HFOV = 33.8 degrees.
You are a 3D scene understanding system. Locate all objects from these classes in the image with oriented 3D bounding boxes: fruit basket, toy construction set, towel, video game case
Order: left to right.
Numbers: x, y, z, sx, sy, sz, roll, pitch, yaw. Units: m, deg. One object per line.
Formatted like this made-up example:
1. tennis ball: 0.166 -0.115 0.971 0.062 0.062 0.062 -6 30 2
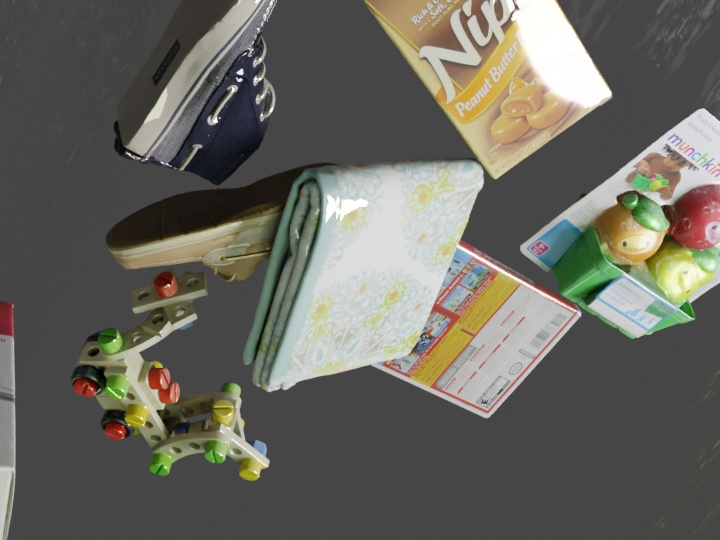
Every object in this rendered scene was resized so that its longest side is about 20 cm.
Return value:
1. toy construction set: -0.158 0.094 0.982 0.130 0.092 0.201 -2 123 17
2. towel: 0.000 0.000 0.944 0.171 0.048 0.201 -11 133 -42
3. video game case: 0.088 0.049 1.078 0.199 0.017 0.143 27 113 -31
4. fruit basket: 0.268 -0.029 1.016 0.185 0.094 0.200 30 131 -32

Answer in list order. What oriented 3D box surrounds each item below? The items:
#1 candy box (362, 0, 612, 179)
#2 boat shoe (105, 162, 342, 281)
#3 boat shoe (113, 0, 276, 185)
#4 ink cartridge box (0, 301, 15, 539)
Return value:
1. candy box: 0.093 -0.177 0.895 0.115 0.055 0.200 -36 127 9
2. boat shoe: -0.097 -0.026 0.932 0.199 0.074 0.070 -14 121 -9
3. boat shoe: -0.091 -0.150 0.855 0.092 0.075 0.200 22 123 -36
4. ink cartridge box: -0.331 0.106 0.871 0.146 0.200 0.083 6 122 -22
